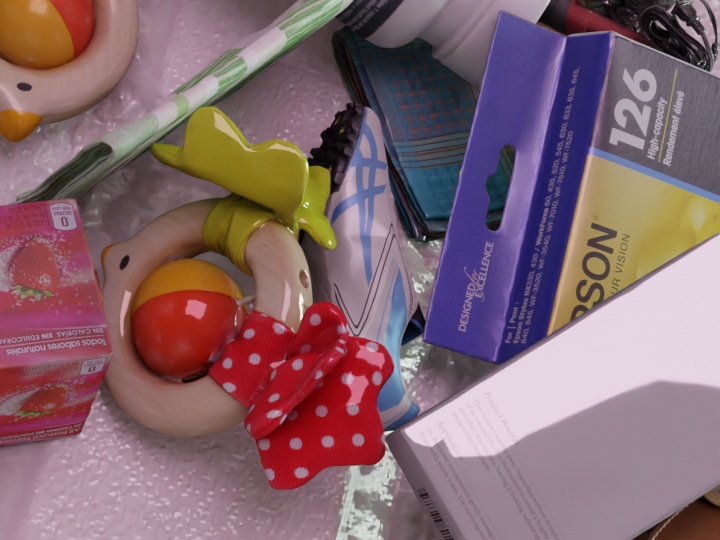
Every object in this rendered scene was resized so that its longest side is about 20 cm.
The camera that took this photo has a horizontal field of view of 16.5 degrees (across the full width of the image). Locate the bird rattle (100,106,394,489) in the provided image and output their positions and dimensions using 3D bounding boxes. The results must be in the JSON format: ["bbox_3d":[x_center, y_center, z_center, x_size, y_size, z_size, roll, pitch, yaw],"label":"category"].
[{"bbox_3d":[-0.065,0.026,1.307,0.113,0.162,0.201,18,55,-57],"label":"bird rattle"}]

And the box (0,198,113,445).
[{"bbox_3d":[-0.236,0.036,1.261,0.199,0.100,0.096,-7,64,-21],"label":"box"}]

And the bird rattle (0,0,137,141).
[{"bbox_3d":[-0.197,-0.160,1.397,0.163,0.113,0.200,52,49,-2],"label":"bird rattle"}]

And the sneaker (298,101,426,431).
[{"bbox_3d":[0.000,0.000,1.377,0.072,0.072,0.201,16,57,-27],"label":"sneaker"}]

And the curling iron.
[{"bbox_3d":[0.131,-0.158,1.475,0.199,0.050,0.026,23,32,35],"label":"curling iron"}]

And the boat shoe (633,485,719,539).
[{"bbox_3d":[0.209,0.125,1.326,0.076,0.074,0.200,50,45,9],"label":"boat shoe"}]

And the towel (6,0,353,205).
[{"bbox_3d":[-0.093,-0.097,1.352,0.200,0.152,0.023,-37,95,-31],"label":"towel"}]

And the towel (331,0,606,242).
[{"bbox_3d":[0.095,-0.101,1.486,0.199,0.022,0.147,-13,67,-23],"label":"towel"}]

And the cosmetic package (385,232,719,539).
[{"bbox_3d":[0.125,0.079,1.269,0.199,0.081,0.113,-29,87,-9],"label":"cosmetic package"}]

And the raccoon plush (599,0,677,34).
[{"bbox_3d":[0.114,-0.205,1.519,0.199,0.097,0.135,-2,55,15],"label":"raccoon plush"}]

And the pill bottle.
[{"bbox_3d":[0.012,-0.199,1.426,0.200,0.120,0.120,35,57,-10],"label":"pill bottle"}]

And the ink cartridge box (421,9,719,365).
[{"bbox_3d":[0.150,-0.026,1.390,0.199,0.047,0.199,19,77,-25],"label":"ink cartridge box"}]
